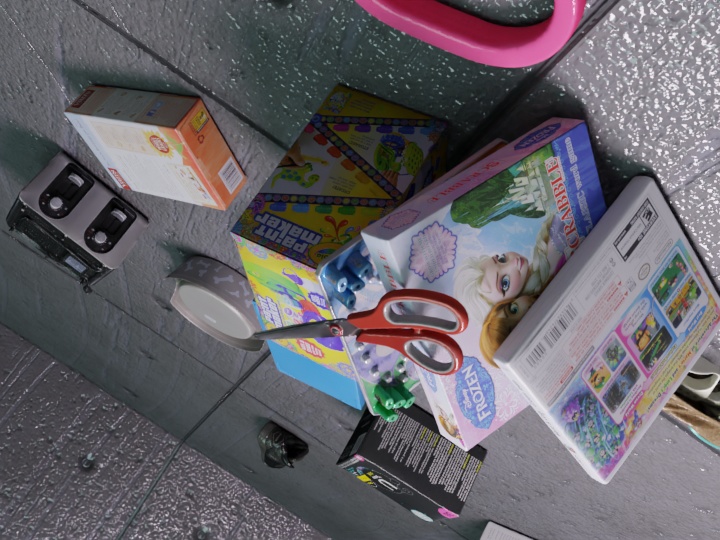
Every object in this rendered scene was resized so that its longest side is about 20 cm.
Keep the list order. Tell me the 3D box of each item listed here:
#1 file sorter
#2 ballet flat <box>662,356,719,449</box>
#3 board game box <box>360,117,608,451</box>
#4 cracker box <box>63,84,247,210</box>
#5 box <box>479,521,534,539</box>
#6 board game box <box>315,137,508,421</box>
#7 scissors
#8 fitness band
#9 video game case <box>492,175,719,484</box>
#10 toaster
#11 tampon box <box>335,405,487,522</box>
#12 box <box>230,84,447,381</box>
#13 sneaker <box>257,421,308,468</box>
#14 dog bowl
[{"bbox_3d":[-0.040,0.071,1.060,0.138,0.123,0.200,22,153,18],"label":"file sorter"},{"bbox_3d":[0.346,0.124,0.804,0.199,0.068,0.072,31,134,-13],"label":"ballet flat"},{"bbox_3d":[0.122,0.010,0.639,0.041,0.199,0.201,24,142,59],"label":"board game box"},{"bbox_3d":[-0.253,-0.154,0.976,0.199,0.058,0.134,13,148,31],"label":"cracker box"},{"bbox_3d":[0.301,0.666,1.632,0.130,0.200,0.199,15,149,32],"label":"box"},{"bbox_3d":[0.071,0.017,0.685,0.026,0.200,0.201,38,157,42],"label":"board game box"},{"bbox_3d":[-0.009,0.038,0.604,0.199,0.014,0.073,8,128,29],"label":"scissors"},{"bbox_3d":[0.063,-0.216,0.552,0.199,0.038,0.144,27,154,12],"label":"fitness band"},{"bbox_3d":[0.220,0.054,0.668,0.182,0.200,0.024,48,166,-30],"label":"video game case"},{"bbox_3d":[-0.455,-0.073,1.263,0.181,0.119,0.200,41,152,-17],"label":"toaster"},{"bbox_3d":[0.085,0.325,1.358,0.199,0.127,0.150,33,155,-2],"label":"tampon box"},{"bbox_3d":[-0.010,-0.031,0.773,0.122,0.193,0.200,23,153,18],"label":"box"},{"bbox_3d":[-0.182,0.450,1.920,0.114,0.076,0.200,29,149,21],"label":"sneaker"},{"bbox_3d":[-0.231,0.054,1.310,0.199,0.059,0.200,26,153,14],"label":"dog bowl"}]
